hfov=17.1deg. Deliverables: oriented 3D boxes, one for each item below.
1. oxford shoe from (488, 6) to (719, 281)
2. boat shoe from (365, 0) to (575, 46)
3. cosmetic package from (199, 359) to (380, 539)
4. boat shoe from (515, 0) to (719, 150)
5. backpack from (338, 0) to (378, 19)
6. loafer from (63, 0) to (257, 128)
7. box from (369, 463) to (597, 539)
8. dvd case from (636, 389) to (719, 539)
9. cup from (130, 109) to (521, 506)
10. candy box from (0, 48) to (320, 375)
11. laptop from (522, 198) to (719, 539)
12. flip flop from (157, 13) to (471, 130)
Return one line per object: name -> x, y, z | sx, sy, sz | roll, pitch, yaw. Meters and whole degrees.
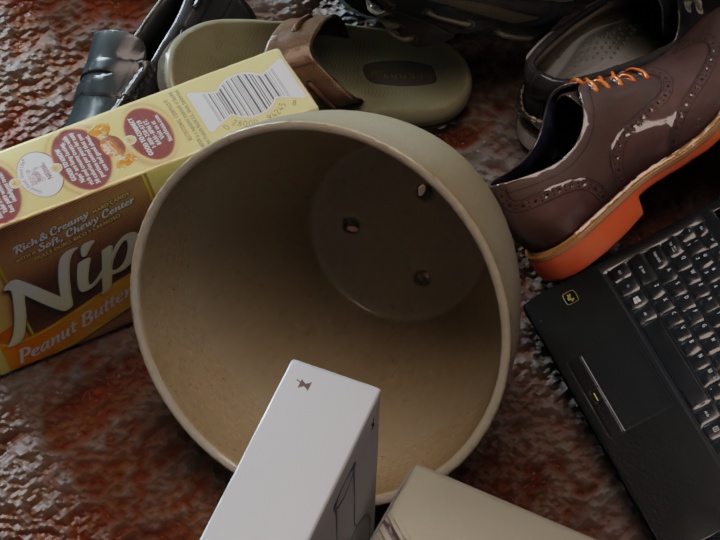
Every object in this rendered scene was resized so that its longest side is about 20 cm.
oxford shoe -> 0.151, -0.087, 1.324 | 0.200, 0.073, 0.071 | -48, 21, -19
boat shoe -> 0.036, -0.162, 1.360 | 0.198, 0.074, 0.075 | 6, 39, -20
cosmetic package -> -0.049, 0.166, 1.102 | 0.051, 0.151, 0.201 | 16, 53, 14
boat shoe -> 0.167, -0.140, 1.406 | 0.199, 0.061, 0.074 | -33, 52, -25
backpack -> 0.053, -0.231, 1.435 | 0.199, 0.164, 0.154 | -30, 48, -14
loafer -> -0.135, -0.103, 1.365 | 0.068, 0.071, 0.201 | -11, 30, 50
box -> 0.099, 0.173, 1.140 | 0.199, 0.082, 0.069 | 21, 55, 18
dvd case -> 0.230, 0.109, 1.230 | 0.142, 0.018, 0.201 | -11, 52, -10
cup -> 0.000, 0.000, 1.230 | 0.199, 0.202, 0.143 | 16, 25, 13
candy box -> -0.119, -0.032, 1.285 | 0.199, 0.116, 0.055 | -21, 53, -16
laptop -> 0.195, 0.012, 1.207 | 0.199, 0.103, 0.178 | -27, 54, -1
flip flop -> -0.021, -0.114, 1.358 | 0.198, 0.058, 0.082 | -2, 66, -25
